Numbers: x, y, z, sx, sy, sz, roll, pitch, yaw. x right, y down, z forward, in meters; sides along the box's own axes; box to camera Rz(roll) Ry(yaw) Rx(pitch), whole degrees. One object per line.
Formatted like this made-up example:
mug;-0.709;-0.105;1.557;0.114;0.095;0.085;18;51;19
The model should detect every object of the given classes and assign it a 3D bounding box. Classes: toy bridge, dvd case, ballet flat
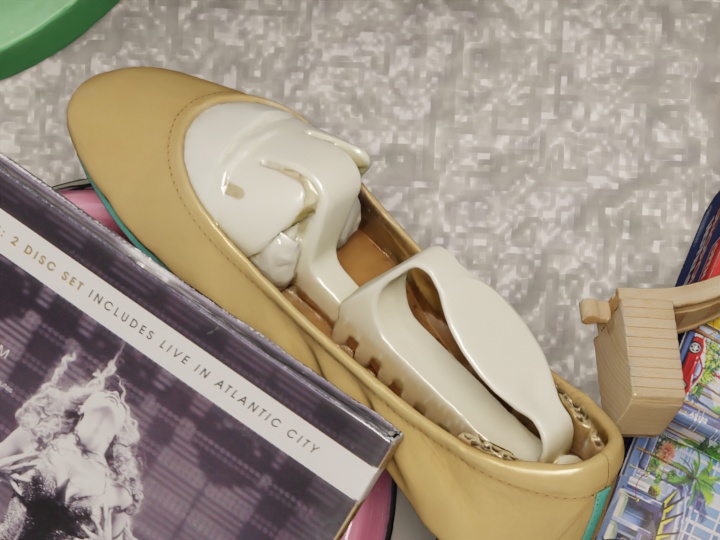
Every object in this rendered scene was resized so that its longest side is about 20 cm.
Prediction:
toy bridge;0.157;0.017;0.858;0.200;0.027;0.067;4;60;-15
dvd case;-0.098;0.086;0.845;0.149;0.016;0.200;34;106;11
ballet flat;0.000;0.000;0.842;0.200;0.063;0.069;44;49;11

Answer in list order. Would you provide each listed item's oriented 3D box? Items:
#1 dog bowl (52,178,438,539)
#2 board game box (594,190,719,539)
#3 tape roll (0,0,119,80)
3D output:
dog bowl;-0.076;0.064;0.906;0.200;0.074;0.201;-1;82;6
board game box;0.166;0.091;0.875;0.200;0.062;0.200;26;61;-1
tape roll;-0.150;-0.155;0.946;0.200;0.048;0.201;0;87;3
